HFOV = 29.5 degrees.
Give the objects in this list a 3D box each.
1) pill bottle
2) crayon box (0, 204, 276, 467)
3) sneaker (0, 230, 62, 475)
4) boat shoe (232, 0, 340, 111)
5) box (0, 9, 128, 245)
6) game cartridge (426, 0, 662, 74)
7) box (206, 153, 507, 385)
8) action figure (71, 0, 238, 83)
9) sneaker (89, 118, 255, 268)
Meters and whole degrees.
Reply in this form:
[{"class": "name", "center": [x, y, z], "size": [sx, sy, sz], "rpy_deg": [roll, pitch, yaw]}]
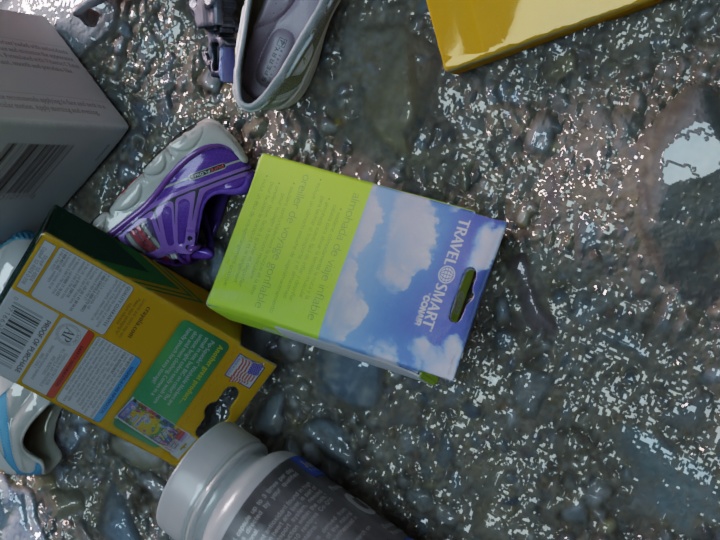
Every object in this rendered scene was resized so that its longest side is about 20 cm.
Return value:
[{"class": "pill bottle", "center": [-0.045, 0.204, 0.991], "size": [0.199, 0.114, 0.115], "rpy_deg": [33, 106, 18]}, {"class": "crayon box", "center": [-0.177, 0.056, 1.035], "size": [0.199, 0.052, 0.126], "rpy_deg": [31, 113, -16]}, {"class": "sneaker", "center": [-0.271, 0.068, 1.111], "size": [0.080, 0.076, 0.203], "rpy_deg": [13, 105, 14]}, {"class": "boat shoe", "center": [-0.046, -0.212, 0.981], "size": [0.074, 0.065, 0.204], "rpy_deg": [23, 104, 6]}, {"class": "box", "center": [-0.324, -0.092, 1.049], "size": [0.200, 0.198, 0.131], "rpy_deg": [-45, 76, 21]}, {"class": "game cartridge", "center": [0.128, -0.249, 0.930], "size": [0.198, 0.032, 0.179], "rpy_deg": [-16, 87, 22]}, {"class": "box", "center": [0.000, 0.000, 0.975], "size": [0.198, 0.048, 0.123], "rpy_deg": [16, 81, 23]}, {"class": "action figure", "center": [-0.154, -0.236, 1.018], "size": [0.192, 0.104, 0.203], "rpy_deg": [-10, 89, 33]}, {"class": "sneaker", "center": [-0.157, -0.024, 1.049], "size": [0.084, 0.081, 0.200], "rpy_deg": [47, 114, 1]}]
